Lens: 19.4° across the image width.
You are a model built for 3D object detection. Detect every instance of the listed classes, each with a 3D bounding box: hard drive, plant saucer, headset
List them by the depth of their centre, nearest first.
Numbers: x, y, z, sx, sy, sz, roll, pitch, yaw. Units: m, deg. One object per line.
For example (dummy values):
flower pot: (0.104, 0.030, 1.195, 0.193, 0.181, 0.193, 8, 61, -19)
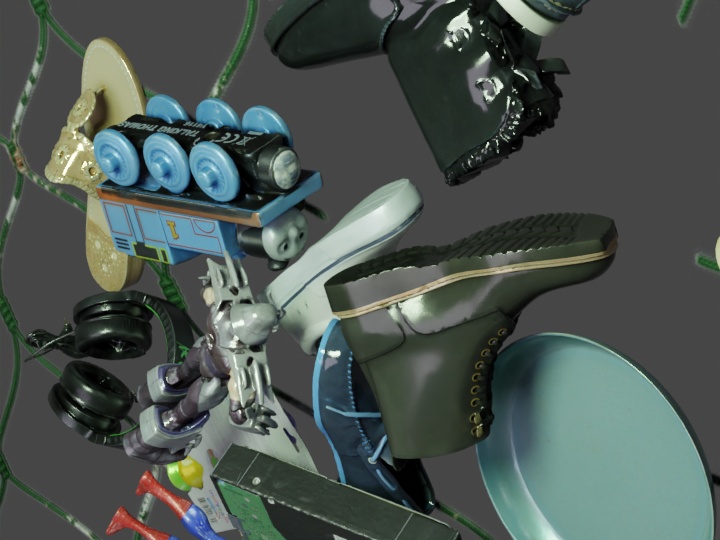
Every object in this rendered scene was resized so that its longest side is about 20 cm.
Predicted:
plant saucer: (0.157, 0.131, 1.386, 0.199, 0.027, 0.202, 24, 126, 38)
hard drive: (-0.006, 0.205, 1.535, 0.199, 0.038, 0.140, 17, 147, 29)
headset: (-0.199, 0.076, 1.701, 0.199, 0.094, 0.125, 14, 86, 43)

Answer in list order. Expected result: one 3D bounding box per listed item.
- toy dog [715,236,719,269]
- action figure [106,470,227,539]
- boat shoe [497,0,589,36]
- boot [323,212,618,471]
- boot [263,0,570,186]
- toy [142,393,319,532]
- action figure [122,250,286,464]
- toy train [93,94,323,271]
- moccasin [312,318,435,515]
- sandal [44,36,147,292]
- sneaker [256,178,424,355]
toy dog: (0.267, 0.036, 1.161, 0.200, 0.096, 0.133, 41, 136, 25)
action figure: (-0.098, 0.242, 1.587, 0.199, 0.065, 0.099, 34, 146, 5)
boat shoe: (0.067, -0.231, 1.248, 0.062, 0.075, 0.200, -41, 87, 30)
boot: (0.087, 0.047, 1.359, 0.199, 0.077, 0.139, -12, 103, 31)
boot: (0.034, -0.130, 1.347, 0.198, 0.073, 0.163, -34, 83, 46)
toy: (-0.086, 0.136, 1.638, 0.199, 0.047, 0.116, -23, 99, 53)
action figure: (-0.103, 0.067, 1.515, 0.200, 0.069, 0.131, -43, 45, 49)
toy train: (-0.113, -0.061, 1.539, 0.199, 0.087, 0.115, 10, 126, 42)
moccasin: (0.018, 0.103, 1.479, 0.068, 0.081, 0.201, 12, 149, 22)
sandal: (-0.212, -0.071, 1.646, 0.077, 0.069, 0.213, 25, 127, 36)
sneaker: (0.000, 0.000, 1.465, 0.071, 0.073, 0.200, 48, 147, -1)
